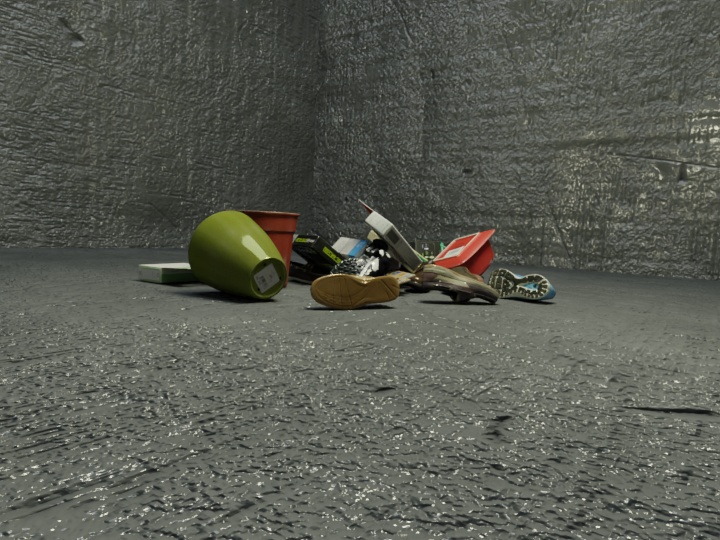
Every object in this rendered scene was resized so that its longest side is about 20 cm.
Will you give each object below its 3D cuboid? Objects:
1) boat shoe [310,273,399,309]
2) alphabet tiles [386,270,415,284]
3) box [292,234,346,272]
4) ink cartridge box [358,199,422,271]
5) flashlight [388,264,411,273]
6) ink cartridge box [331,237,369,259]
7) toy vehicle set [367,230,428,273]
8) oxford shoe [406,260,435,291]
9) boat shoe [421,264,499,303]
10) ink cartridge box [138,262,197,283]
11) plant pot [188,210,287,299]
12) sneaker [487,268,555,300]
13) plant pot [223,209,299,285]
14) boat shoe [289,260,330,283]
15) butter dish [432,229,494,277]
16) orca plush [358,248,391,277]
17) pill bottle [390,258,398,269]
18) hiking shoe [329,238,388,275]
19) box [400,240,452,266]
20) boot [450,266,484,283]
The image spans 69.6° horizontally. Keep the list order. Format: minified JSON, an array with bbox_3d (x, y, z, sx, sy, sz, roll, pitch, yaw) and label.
[{"bbox_3d":[-0.018,0.045,1.080,0.199,0.074,0.069,2,-8,-27],"label":"boat shoe"},{"bbox_3d":[0.046,0.029,1.386,0.166,0.006,0.200,-17,11,-20],"label":"alphabet tiles"},{"bbox_3d":[-0.108,-0.033,1.544,0.193,0.048,0.200,43,-16,-27],"label":"box"},{"bbox_3d":[0.074,-0.101,1.484,0.173,0.044,0.200,41,-2,44],"label":"ink cartridge box"},{"bbox_3d":[0.125,0.016,1.575,0.068,0.068,0.200,41,17,12],"label":"flashlight"},{"bbox_3d":[-0.019,-0.036,1.578,0.116,0.068,0.200,52,-20,-27],"label":"ink cartridge box"},{"bbox_3d":[0.128,-0.059,1.636,0.200,0.027,0.124,39,21,24],"label":"toy vehicle set"},{"bbox_3d":[0.178,0.011,1.474,0.072,0.085,0.200,17,12,16],"label":"oxford shoe"},{"bbox_3d":[0.234,0.046,1.228,0.199,0.065,0.072,21,-9,-14],"label":"boat shoe"},{"bbox_3d":[-0.467,0.008,1.374,0.199,0.048,0.145,6,5,33],"label":"ink cartridge box"},{"bbox_3d":[-0.253,-0.015,1.147,0.186,0.188,0.200,-1,20,-42],"label":"plant pot"},{"bbox_3d":[0.424,0.051,1.376,0.090,0.079,0.200,23,-6,-37],"label":"sneaker"},{"bbox_3d":[-0.265,-0.057,1.379,0.199,0.197,0.201,3,5,0],"label":"plant pot"},{"bbox_3d":[-0.156,0.004,1.535,0.200,0.061,0.072,6,5,38],"label":"boat shoe"},{"bbox_3d":[0.344,-0.017,1.665,0.199,0.148,0.200,-41,13,-28],"label":"butter dish"},{"bbox_3d":[0.044,0.007,1.302,0.071,0.106,0.200,23,19,14],"label":"orca plush"},{"bbox_3d":[0.032,-0.026,1.721,0.113,0.115,0.200,0,5,-32],"label":"pill bottle"},{"bbox_3d":[0.000,0.000,1.423,0.199,0.087,0.074,-33,59,-17],"label":"hiking shoe"},{"bbox_3d":[0.256,-0.036,1.829,0.199,0.125,0.148,1,-3,-16],"label":"box"},{"bbox_3d":[0.255,0.025,1.448,0.096,0.075,0.200,4,5,-20],"label":"boot"}]
